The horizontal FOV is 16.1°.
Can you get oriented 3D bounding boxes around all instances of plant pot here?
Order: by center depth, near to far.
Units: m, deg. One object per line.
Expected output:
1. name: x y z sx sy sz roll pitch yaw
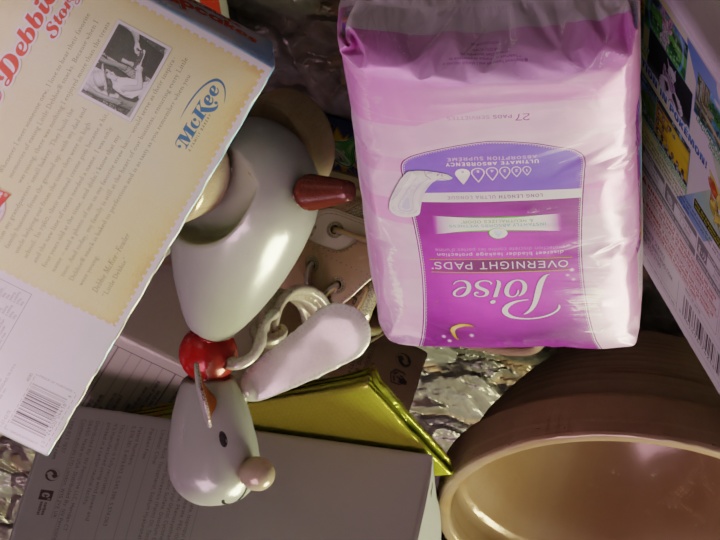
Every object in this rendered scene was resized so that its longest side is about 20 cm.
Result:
1. plant pot: 0.142 0.095 1.323 0.200 0.093 0.201 5 148 3

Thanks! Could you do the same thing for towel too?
1. towel: -0.056 0.089 1.300 0.200 0.018 0.086 -11 139 32

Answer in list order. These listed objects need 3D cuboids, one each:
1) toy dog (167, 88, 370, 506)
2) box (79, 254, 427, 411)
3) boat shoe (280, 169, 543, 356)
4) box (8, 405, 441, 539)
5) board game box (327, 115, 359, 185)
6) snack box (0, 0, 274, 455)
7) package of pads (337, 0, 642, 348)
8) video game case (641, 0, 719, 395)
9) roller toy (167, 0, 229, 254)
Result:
1. toy dog: -0.040 0.013 1.130 0.096 0.132 0.200 20 138 37
2. box: -0.078 0.049 1.336 0.200 0.078 0.095 27 144 -9
3. boat shoe: 0.000 0.000 1.247 0.199 0.065 0.072 10 143 10
4. box: -0.065 0.151 1.289 0.199 0.098 0.125 7 145 10
5. board game box: -0.052 -0.013 1.340 0.135 0.035 0.200 17 144 5
6. snack box: -0.134 -0.033 1.050 0.116 0.037 0.200 28 107 -14
7. package of pads: 0.058 -0.049 1.066 0.120 0.076 0.200 1 142 7
8. video game case: 0.141 -0.049 1.084 0.022 0.200 0.182 -18 144 -11
9. roller toy: -0.154 -0.088 1.160 0.139 0.200 0.183 3 148 22
